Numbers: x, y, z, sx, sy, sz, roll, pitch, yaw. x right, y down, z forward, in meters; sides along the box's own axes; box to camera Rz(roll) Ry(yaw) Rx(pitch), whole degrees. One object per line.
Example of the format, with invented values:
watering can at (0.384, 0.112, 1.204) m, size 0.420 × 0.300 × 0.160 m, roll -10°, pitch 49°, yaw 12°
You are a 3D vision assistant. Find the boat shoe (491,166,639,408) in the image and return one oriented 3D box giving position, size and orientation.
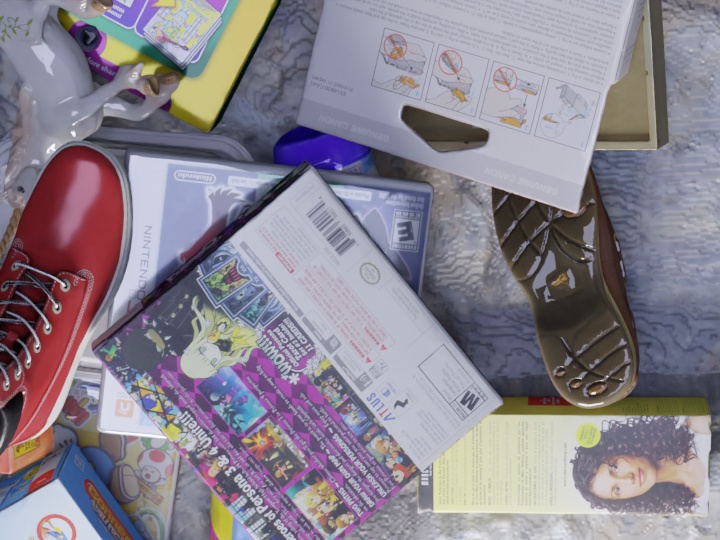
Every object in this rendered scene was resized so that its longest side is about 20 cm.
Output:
boat shoe at (0.138, -0.008, 1.639) m, size 0.072 × 0.068 × 0.202 m, roll -17°, pitch 84°, yaw 18°

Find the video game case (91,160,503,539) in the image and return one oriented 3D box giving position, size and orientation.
video game case at (-0.039, 0.064, 1.559) m, size 0.181 × 0.036 × 0.200 m, roll -41°, pitch 103°, yaw 0°

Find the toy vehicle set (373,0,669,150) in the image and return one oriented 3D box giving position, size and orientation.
toy vehicle set at (0.098, -0.141, 1.596) m, size 0.198 × 0.026 × 0.125 m, roll 2°, pitch 104°, yaw 24°

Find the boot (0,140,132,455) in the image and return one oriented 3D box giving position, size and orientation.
boot at (-0.200, 0.023, 1.498) m, size 0.072 × 0.144 × 0.201 m, roll 20°, pitch 101°, yaw 6°

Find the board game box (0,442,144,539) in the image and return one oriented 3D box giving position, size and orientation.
board game box at (-0.226, 0.250, 1.704) m, size 0.195 × 0.056 × 0.201 m, roll -29°, pitch 106°, yaw 16°

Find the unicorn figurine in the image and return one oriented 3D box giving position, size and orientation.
unicorn figurine at (-0.191, -0.121, 1.580) m, size 0.136 × 0.074 × 0.202 m, roll -15°, pitch 94°, yaw 26°

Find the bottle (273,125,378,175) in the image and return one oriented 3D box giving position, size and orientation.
bottle at (0.000, 0.000, 1.639) m, size 0.065 × 0.084 × 0.201 m, roll -17°, pitch 100°, yaw 3°

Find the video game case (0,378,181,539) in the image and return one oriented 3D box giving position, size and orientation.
video game case at (-0.227, 0.151, 1.721) m, size 0.198 × 0.023 × 0.184 m, roll 10°, pitch 104°, yaw 1°

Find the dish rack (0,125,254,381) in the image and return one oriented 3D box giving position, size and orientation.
dish rack at (-0.167, -0.007, 1.634) m, size 0.198 × 0.043 × 0.173 m, roll 6°, pitch 98°, yaw 22°

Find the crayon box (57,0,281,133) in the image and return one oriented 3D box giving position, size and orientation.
crayon box at (-0.143, -0.215, 1.613) m, size 0.199 × 0.058 × 0.173 m, roll 29°, pitch 102°, yaw -2°

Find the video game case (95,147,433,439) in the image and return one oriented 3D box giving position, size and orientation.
video game case at (-0.061, 0.023, 1.582) m, size 0.198 × 0.023 × 0.184 m, roll 6°, pitch 99°, yaw -7°

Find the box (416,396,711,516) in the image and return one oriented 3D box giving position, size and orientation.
box at (0.137, 0.125, 1.676) m, size 0.198 × 0.050 × 0.076 m, roll -1°, pitch 103°, yaw 5°

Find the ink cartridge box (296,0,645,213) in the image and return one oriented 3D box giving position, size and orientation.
ink cartridge box at (0.071, -0.151, 1.556) m, size 0.199 × 0.045 × 0.178 m, roll 18°, pitch 110°, yaw 14°

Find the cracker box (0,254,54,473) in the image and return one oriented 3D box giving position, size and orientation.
cracker box at (-0.305, 0.057, 1.651) m, size 0.199 × 0.058 × 0.135 m, roll 3°, pitch 104°, yaw 28°

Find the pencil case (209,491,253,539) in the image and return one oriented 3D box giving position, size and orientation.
pencil case at (-0.061, 0.143, 1.678) m, size 0.088 × 0.088 × 0.202 m, roll 6°, pitch 103°, yaw 2°
